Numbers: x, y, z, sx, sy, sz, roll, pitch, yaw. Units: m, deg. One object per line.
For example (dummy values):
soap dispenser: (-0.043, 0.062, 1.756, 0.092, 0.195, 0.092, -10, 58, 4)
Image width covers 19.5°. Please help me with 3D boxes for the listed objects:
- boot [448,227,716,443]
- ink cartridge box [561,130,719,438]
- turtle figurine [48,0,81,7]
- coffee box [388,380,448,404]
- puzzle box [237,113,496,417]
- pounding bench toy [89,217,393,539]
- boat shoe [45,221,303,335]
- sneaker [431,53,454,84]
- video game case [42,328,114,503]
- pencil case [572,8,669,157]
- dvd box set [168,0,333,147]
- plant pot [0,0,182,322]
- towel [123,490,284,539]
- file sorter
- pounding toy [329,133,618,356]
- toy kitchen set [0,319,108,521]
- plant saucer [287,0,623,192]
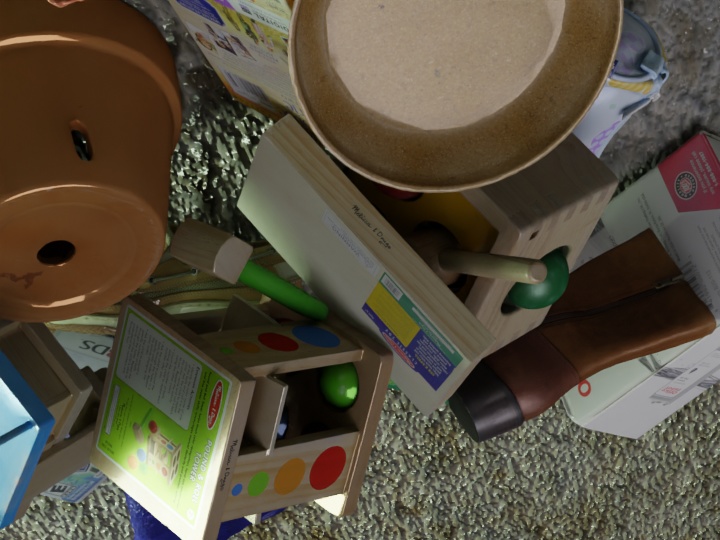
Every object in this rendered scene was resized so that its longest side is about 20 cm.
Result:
boot: (0.129, 0.012, 1.525, 0.200, 0.188, 0.069, -26, 138, -11)
ink cartridge box: (0.233, 0.014, 1.600, 0.200, 0.147, 0.083, -39, 145, 29)
turtle figurine: (-0.233, -0.208, 1.189, 0.200, 0.064, 0.161, -8, 137, 2)
coffee box: (0.084, 0.063, 1.674, 0.200, 0.044, 0.123, 18, 146, -37)
puzzle box: (0.000, 0.000, 1.377, 0.025, 0.200, 0.133, -39, 173, -21)
pounding bench toy: (-0.065, 0.058, 1.389, 0.156, 0.124, 0.200, -7, 120, -44)
boat shoe: (-0.141, 0.001, 1.512, 0.200, 0.072, 0.076, -3, 109, -4)
sneaker: (0.043, -0.161, 1.295, 0.078, 0.140, 0.200, -25, 143, 13)
video game case: (-0.235, 0.106, 1.640, 0.182, 0.022, 0.200, 21, 130, -40)
pencil case: (0.137, -0.098, 1.466, 0.091, 0.083, 0.200, 23, 135, -8)
dvd box set: (-0.058, -0.146, 1.285, 0.029, 0.146, 0.200, -52, 145, -13)
plant pot: (-0.202, -0.062, 1.331, 0.200, 0.140, 0.200, -12, 144, -9)
towel: (-0.118, 0.151, 1.579, 0.148, 0.050, 0.200, -34, 153, -21)
file sorter: (-0.308, 0.077, 1.300, 0.123, 0.200, 0.139, -29, 161, -36)
pounding toy: (0.067, -0.031, 1.393, 0.142, 0.200, 0.184, -27, 154, -37)
toy kitchen set: (-0.260, 0.065, 1.476, 0.163, 0.180, 0.200, -30, 164, -37)
plant saucer: (0.052, -0.142, 1.205, 0.200, 0.035, 0.200, -7, 119, -13)
